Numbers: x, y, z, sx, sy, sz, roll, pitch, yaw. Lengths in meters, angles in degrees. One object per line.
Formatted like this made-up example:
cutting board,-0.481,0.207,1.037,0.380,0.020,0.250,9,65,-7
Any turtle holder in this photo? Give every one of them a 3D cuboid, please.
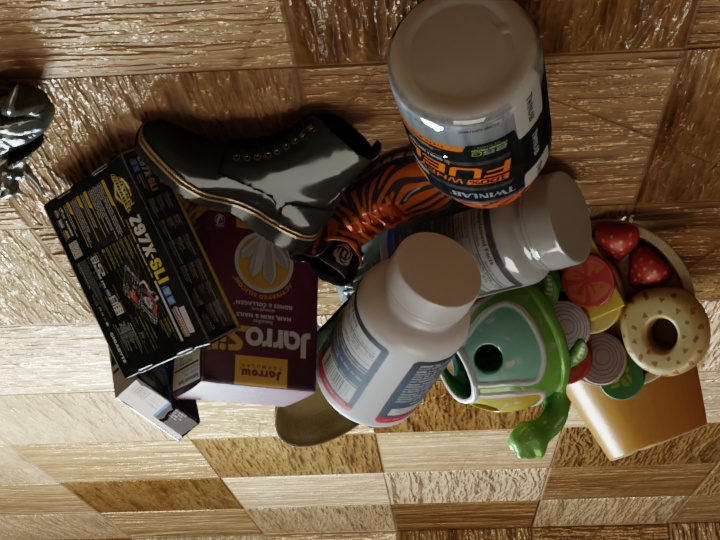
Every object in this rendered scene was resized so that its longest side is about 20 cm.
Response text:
turtle holder,0.155,0.100,1.489,0.131,0.187,0.141,-25,-153,-27

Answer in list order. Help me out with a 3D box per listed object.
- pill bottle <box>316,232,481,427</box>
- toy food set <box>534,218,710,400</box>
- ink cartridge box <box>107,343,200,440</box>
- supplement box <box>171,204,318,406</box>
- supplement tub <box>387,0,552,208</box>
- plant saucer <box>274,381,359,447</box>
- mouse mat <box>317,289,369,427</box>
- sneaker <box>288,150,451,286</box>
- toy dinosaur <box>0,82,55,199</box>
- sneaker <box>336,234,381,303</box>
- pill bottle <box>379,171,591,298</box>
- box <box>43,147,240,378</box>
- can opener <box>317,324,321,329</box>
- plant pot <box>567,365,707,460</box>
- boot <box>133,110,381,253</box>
pill bottle,0.041,0.057,1.363,0.119,0.120,0.200,7,141,-21
toy food set,0.275,0.044,1.516,0.197,0.201,0.049,-27,180,27
ink cartridge box,-0.234,0.091,1.506,0.039,0.200,0.099,-41,127,13
supplement box,-0.121,0.034,1.443,0.130,0.201,0.103,7,163,-24
supplement tub,0.095,-0.133,1.123,0.122,0.123,0.200,-5,159,10
plant saucer,-0.024,0.119,1.569,0.200,0.035,0.201,-28,146,-21
mouse mat,0.030,0.078,1.529,0.008,0.161,0.200,36,168,40
sneaker,0.011,-0.043,1.352,0.199,0.112,0.078,-20,128,38
toy dinosaur,-0.311,-0.136,1.197,0.102,0.077,0.200,-4,158,-29
sneaker,0.000,0.000,1.528,0.074,0.087,0.200,-4,158,12
pill bottle,0.129,-0.032,1.409,0.199,0.114,0.114,-15,155,33
box,-0.219,-0.006,1.349,0.159,0.201,0.049,-24,-178,44
can opener,-0.027,0.099,1.649,0.199,0.053,0.066,22,-169,-21
plant pot,0.324,0.121,1.638,0.199,0.184,0.200,-20,170,-4
boot,-0.094,-0.117,1.264,0.199,0.078,0.138,26,126,-24
